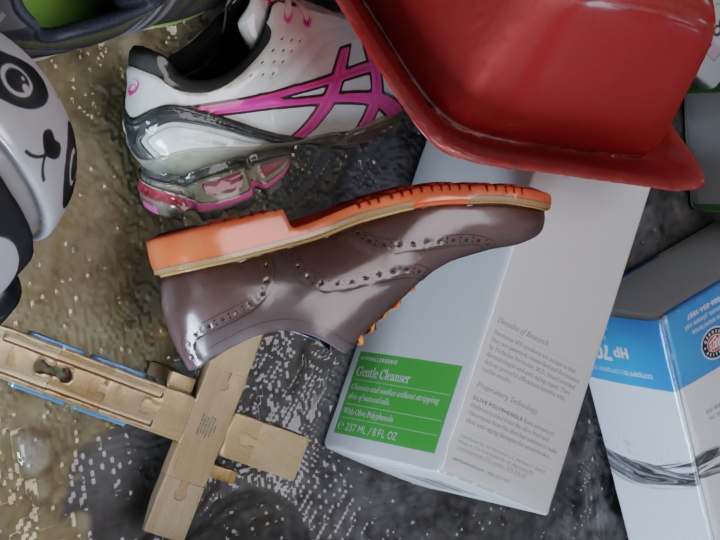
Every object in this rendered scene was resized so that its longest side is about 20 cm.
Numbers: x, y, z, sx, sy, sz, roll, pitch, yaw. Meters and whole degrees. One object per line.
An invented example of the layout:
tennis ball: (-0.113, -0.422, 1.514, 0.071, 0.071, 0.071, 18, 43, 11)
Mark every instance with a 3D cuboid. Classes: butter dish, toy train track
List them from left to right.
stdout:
toy train track: (-0.116, 0.059, 0.867, 0.199, 0.032, 0.115, 24, 86, -30)
butter dish: (0.089, -0.150, 0.840, 0.199, 0.201, 0.148, 3, 136, -42)

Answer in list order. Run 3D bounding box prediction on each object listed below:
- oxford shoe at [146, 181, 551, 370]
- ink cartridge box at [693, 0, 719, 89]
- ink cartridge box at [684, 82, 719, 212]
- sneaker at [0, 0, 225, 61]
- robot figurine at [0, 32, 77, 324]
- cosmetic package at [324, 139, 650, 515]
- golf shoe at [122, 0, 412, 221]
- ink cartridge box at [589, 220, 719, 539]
oxford shoe: (0.000, 0.000, 0.865, 0.199, 0.071, 0.073, -11, 91, -11)
ink cartridge box: (0.208, -0.231, 1.040, 0.162, 0.057, 0.200, 35, 98, -33)
ink cartridge box: (0.322, -0.090, 1.116, 0.199, 0.146, 0.084, -13, 100, -37)
sneaker: (-0.103, -0.139, 0.827, 0.199, 0.081, 0.074, -30, 111, -32)
robot figurine: (-0.204, -0.017, 0.730, 0.125, 0.150, 0.200, 41, 67, -2)
cosmetic package: (0.070, 0.018, 0.956, 0.085, 0.107, 0.201, 24, 77, -34)
golf shoe: (-0.028, -0.102, 0.881, 0.200, 0.072, 0.093, -31, 128, -32)
ink cartridge box: (0.225, 0.088, 1.092, 0.146, 0.086, 0.201, -26, 110, -33)
